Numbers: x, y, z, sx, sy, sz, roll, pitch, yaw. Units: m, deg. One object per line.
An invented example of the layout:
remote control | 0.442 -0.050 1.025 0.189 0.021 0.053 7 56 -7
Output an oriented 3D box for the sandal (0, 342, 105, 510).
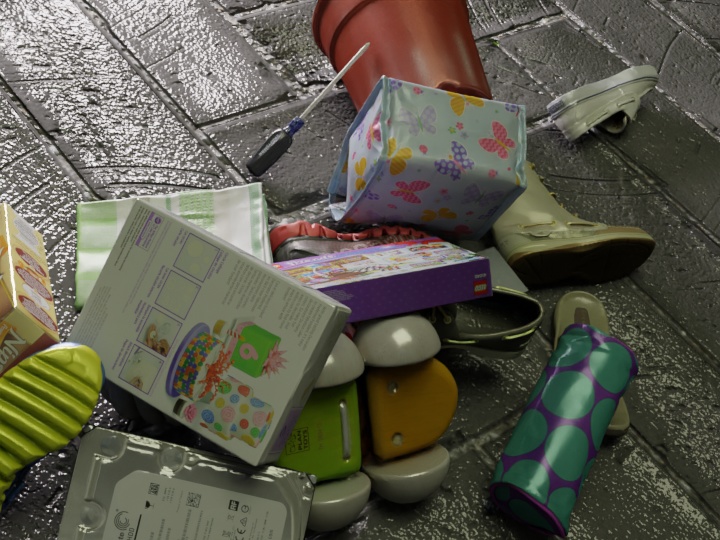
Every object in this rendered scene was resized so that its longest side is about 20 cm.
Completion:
sandal | -0.286 0.137 1.063 0.079 0.200 0.087 44 0 -6

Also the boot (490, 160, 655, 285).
boot | 0.229 -0.060 1.502 0.198 0.073 0.155 -5 46 -23

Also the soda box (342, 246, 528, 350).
soda box | 0.074 0.042 1.348 0.198 0.064 0.068 -17 57 -33

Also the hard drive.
hard drive | -0.145 0.215 1.066 0.198 0.038 0.141 14 81 -6

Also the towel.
towel | -0.189 -0.027 1.317 0.197 0.031 0.150 -5 46 -5

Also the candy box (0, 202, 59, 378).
candy box | -0.328 0.035 1.133 0.055 0.115 0.200 44 8 -31

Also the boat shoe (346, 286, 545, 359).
boat shoe | 0.084 0.043 1.266 0.199 0.060 0.073 6 56 -20

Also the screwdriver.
screwdriver | -0.055 -0.182 1.467 0.028 0.200 0.029 44 1 -33

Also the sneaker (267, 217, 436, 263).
sneaker | 0.000 0.000 1.359 0.198 0.071 0.099 2 46 -15

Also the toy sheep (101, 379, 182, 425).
toy sheep | -0.176 0.075 1.183 0.197 0.139 0.139 -9 45 7

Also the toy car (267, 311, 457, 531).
toy car | -0.017 0.125 1.187 0.198 0.177 0.149 -13 17 -30

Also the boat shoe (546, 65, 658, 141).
boat shoe | 0.328 -0.214 1.700 0.199 0.071 0.070 -22 84 -40

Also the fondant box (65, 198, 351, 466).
fondant box | -0.128 0.050 1.080 0.199 0.145 0.058 28 1 16

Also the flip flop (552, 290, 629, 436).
flip flop | 0.243 0.089 1.367 0.080 0.058 0.201 12 44 -7

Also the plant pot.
plant pot | 0.061 -0.239 1.544 0.198 0.201 0.197 -4 57 -23

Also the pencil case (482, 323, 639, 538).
pencil case | 0.194 0.151 1.236 0.084 0.093 0.201 13 58 32

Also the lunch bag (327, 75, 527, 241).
lunch bag | 0.066 -0.108 1.396 0.167 0.200 0.129 9 63 -14

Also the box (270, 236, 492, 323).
box | 0.005 0.011 1.196 0.198 0.040 0.137 -10 13 -16
